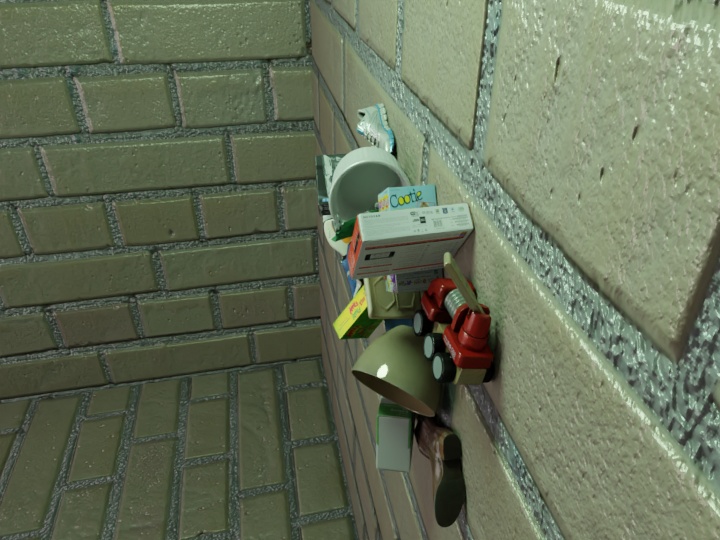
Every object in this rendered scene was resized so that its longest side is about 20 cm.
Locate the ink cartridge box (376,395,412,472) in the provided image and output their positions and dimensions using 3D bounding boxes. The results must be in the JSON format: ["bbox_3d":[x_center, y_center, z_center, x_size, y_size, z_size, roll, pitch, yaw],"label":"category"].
[{"bbox_3d":[0.089,0.351,1.314,0.201,0.081,0.151,-67,-22,-66],"label":"ink cartridge box"}]

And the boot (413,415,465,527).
[{"bbox_3d":[0.157,0.412,1.171,0.200,0.062,0.194,172,105,-77],"label":"boot"}]

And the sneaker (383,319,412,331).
[{"bbox_3d":[0.091,0.113,1.402,0.081,0.075,0.204,55,-167,-54],"label":"sneaker"}]

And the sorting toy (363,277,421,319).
[{"bbox_3d":[0.063,0.014,1.221,0.036,0.197,0.192,-17,75,39],"label":"sorting toy"}]

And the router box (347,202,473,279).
[{"bbox_3d":[0.081,-0.048,0.979,0.180,0.193,0.050,110,151,-68],"label":"router box"}]

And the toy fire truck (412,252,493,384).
[{"bbox_3d":[0.154,0.057,0.892,0.178,0.124,0.205,-110,29,-56],"label":"toy fire truck"}]

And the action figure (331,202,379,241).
[{"bbox_3d":[0.035,-0.117,1.215,0.118,0.194,0.057,151,105,-68],"label":"action figure"}]

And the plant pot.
[{"bbox_3d":[0.094,0.199,1.166,0.137,0.196,0.201,-62,-1,-19],"label":"plant pot"}]

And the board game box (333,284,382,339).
[{"bbox_3d":[0.027,0.085,1.324,0.201,0.100,0.048,-52,53,31],"label":"board game box"}]

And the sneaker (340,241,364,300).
[{"bbox_3d":[0.000,0.000,1.315,0.090,0.077,0.203,58,162,32],"label":"sneaker"}]

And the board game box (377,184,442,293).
[{"bbox_3d":[0.100,-0.063,1.128,0.103,0.101,0.208,-178,83,-80],"label":"board game box"}]

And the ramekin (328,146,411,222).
[{"bbox_3d":[0.021,-0.185,1.280,0.099,0.193,0.206,-98,8,-53],"label":"ramekin"}]

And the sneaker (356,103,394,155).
[{"bbox_3d":[0.034,-0.347,1.409,0.076,0.084,0.204,99,161,-49],"label":"sneaker"}]

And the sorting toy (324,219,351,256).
[{"bbox_3d":[-0.005,-0.048,1.442,0.200,0.103,0.187,-17,-84,-75],"label":"sorting toy"}]

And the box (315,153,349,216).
[{"bbox_3d":[-0.016,-0.225,1.412,0.050,0.192,0.162,91,174,-60],"label":"box"}]

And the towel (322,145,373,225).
[{"bbox_3d":[-0.025,-0.235,1.512,0.032,0.195,0.197,40,-143,-50],"label":"towel"}]
